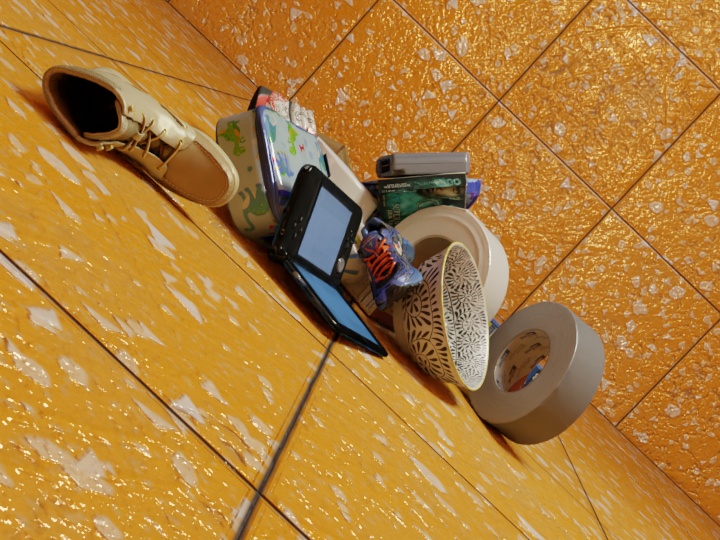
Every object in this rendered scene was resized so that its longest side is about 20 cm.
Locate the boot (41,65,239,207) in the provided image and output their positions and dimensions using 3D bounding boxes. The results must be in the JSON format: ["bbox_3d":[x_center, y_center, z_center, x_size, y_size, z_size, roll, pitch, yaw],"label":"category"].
[{"bbox_3d":[-0.214,-0.131,1.117,0.200,0.073,0.155,42,6,-3],"label":"boot"}]

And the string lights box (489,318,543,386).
[{"bbox_3d":[0.214,0.154,1.767,0.200,0.103,0.059,46,6,22],"label":"string lights box"}]

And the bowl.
[{"bbox_3d":[0.102,0.067,1.539,0.200,0.093,0.203,-8,90,-69],"label":"bowl"}]

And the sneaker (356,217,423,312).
[{"bbox_3d":[0.029,-0.010,1.496,0.079,0.075,0.200,47,10,-18],"label":"sneaker"}]

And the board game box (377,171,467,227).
[{"bbox_3d":[0.097,-0.087,1.767,0.200,0.134,0.028,82,3,-64],"label":"board game box"}]

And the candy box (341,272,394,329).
[{"bbox_3d":[0.000,0.000,1.657,0.200,0.055,0.115,47,9,33],"label":"candy box"}]

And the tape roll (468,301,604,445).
[{"bbox_3d":[0.250,0.145,1.617,0.066,0.201,0.200,38,8,-26],"label":"tape roll"}]

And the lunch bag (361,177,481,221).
[{"bbox_3d":[0.095,-0.114,1.834,0.149,0.095,0.200,0,-7,-19],"label":"lunch bag"}]

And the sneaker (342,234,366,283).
[{"bbox_3d":[-0.076,-0.057,1.579,0.105,0.076,0.200,4,36,-50],"label":"sneaker"}]

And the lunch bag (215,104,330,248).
[{"bbox_3d":[-0.099,-0.103,1.397,0.200,0.082,0.162,28,51,-67],"label":"lunch bag"}]

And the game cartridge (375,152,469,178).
[{"bbox_3d":[0.101,-0.165,1.783,0.132,0.041,0.200,2,3,-8],"label":"game cartridge"}]

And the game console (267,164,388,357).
[{"bbox_3d":[-0.016,-0.008,1.340,0.118,0.172,0.200,17,-7,21],"label":"game console"}]

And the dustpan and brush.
[{"bbox_3d":[-0.010,-0.102,1.718,0.140,0.057,0.200,44,6,-45],"label":"dustpan and brush"}]

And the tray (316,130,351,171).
[{"bbox_3d":[-0.057,-0.150,1.910,0.098,0.037,0.201,31,-26,28],"label":"tray"}]

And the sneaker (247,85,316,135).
[{"bbox_3d":[-0.122,-0.191,1.691,0.107,0.067,0.202,23,41,-16],"label":"sneaker"}]

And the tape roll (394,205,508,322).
[{"bbox_3d":[0.120,0.006,1.701,0.203,0.203,0.071,48,9,37],"label":"tape roll"}]
